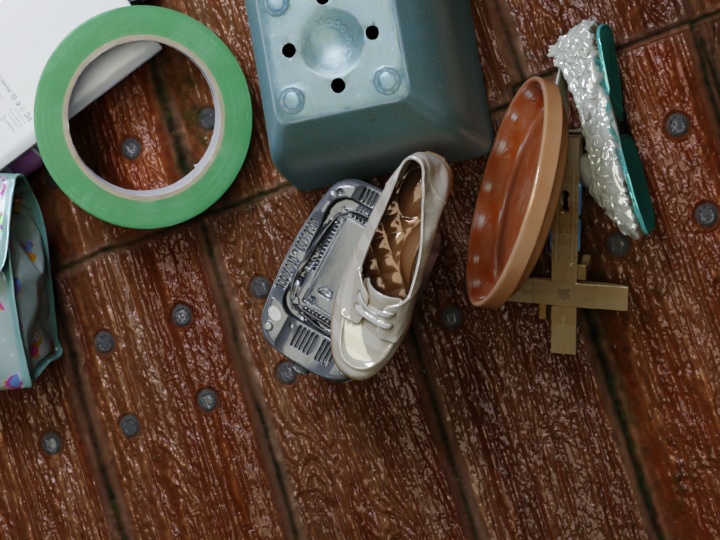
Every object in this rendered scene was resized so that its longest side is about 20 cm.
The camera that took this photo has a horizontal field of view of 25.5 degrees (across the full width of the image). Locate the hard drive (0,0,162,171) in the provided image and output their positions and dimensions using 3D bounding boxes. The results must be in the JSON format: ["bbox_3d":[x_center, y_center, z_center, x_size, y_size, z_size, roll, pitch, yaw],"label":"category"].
[{"bbox_3d":[-0.303,-0.200,1.475,0.199,0.027,0.132,-38,96,-4],"label":"hard drive"}]

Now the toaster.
[{"bbox_3d":[0.000,0.000,1.414,0.113,0.129,0.201,28,96,9],"label":"toaster"}]

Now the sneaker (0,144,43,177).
[{"bbox_3d":[-0.384,-0.169,1.525,0.114,0.073,0.202,-32,84,13],"label":"sneaker"}]

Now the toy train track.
[{"bbox_3d":[0.183,-0.025,1.400,0.113,0.033,0.202,5,113,17],"label":"toy train track"}]

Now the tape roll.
[{"bbox_3d":[-0.199,-0.141,1.458,0.198,0.048,0.203,-1,98,-11],"label":"tape roll"}]

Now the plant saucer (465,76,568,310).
[{"bbox_3d":[0.136,-0.064,1.355,0.032,0.200,0.202,14,94,-9],"label":"plant saucer"}]

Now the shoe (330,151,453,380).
[{"bbox_3d":[0.020,-0.005,1.316,0.069,0.053,0.202,20,95,11],"label":"shoe"}]

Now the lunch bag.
[{"bbox_3d":[-0.380,0.005,1.479,0.168,0.122,0.202,-1,111,11],"label":"lunch bag"}]

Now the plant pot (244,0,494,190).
[{"bbox_3d":[-0.004,-0.187,1.378,0.194,0.200,0.198,-10,88,11],"label":"plant pot"}]

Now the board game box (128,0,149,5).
[{"bbox_3d":[-0.286,-0.332,1.523,0.134,0.028,0.202,-22,87,11],"label":"board game box"}]

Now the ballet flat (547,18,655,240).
[{"bbox_3d":[0.210,-0.120,1.407,0.071,0.072,0.202,-12,82,12],"label":"ballet flat"}]
